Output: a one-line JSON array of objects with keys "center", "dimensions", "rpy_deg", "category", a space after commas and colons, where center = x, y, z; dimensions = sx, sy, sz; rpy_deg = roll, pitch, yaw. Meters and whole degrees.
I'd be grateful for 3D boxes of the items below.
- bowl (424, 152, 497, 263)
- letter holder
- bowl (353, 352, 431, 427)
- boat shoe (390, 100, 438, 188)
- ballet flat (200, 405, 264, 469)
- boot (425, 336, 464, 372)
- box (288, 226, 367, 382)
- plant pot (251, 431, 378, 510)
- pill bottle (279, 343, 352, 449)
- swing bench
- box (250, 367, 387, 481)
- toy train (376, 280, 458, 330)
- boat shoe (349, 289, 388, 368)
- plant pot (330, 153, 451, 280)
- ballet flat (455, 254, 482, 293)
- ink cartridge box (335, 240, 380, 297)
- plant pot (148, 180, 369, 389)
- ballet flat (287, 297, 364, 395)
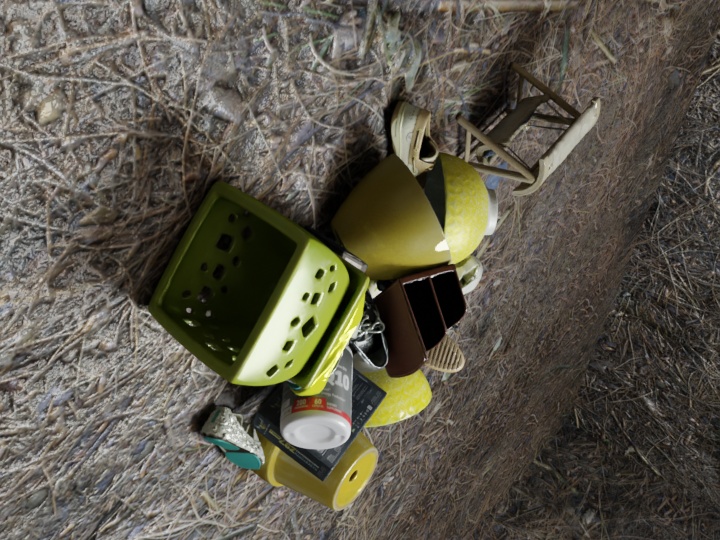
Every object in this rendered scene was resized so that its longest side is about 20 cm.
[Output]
[{"center": [0.180, -0.104, 1.506], "dimensions": [0.200, 0.107, 0.202], "rpy_deg": [-178, -90, -83], "category": "bowl"}, {"center": [0.097, 0.091, 1.396], "dimensions": [0.100, 0.143, 0.200], "rpy_deg": [-14, 170, -18], "category": "letter holder"}, {"center": [0.033, 0.212, 1.662], "dimensions": [0.200, 0.199, 0.109], "rpy_deg": [-28, 112, -47], "category": "bowl"}, {"center": [0.095, -0.195, 1.422], "dimensions": [0.200, 0.066, 0.074], "rpy_deg": [71, 36, -58], "category": "boat shoe"}, {"center": [-0.201, 0.275, 1.414], "dimensions": [0.072, 0.071, 0.200], "rpy_deg": [-51, 154, -15], "category": "ballet flat"}, {"center": [0.133, 0.159, 1.732], "dimensions": [0.073, 0.199, 0.166], "rpy_deg": [-60, 157, -8], "category": "boot"}, {"center": [-0.084, 0.047, 1.262], "dimensions": [0.051, 0.158, 0.201], "rpy_deg": [28, 94, -28], "category": "box"}, {"center": [-0.077, 0.323, 1.539], "dimensions": [0.201, 0.188, 0.202], "rpy_deg": [-41, 148, -33], "category": "plant pot"}, {"center": [-0.069, 0.176, 1.389], "dimensions": [0.114, 0.113, 0.201], "rpy_deg": [83, 6, -52], "category": "pill bottle"}, {"center": [0.314, -0.257, 1.612], "dimensions": [0.199, 0.199, 0.130], "rpy_deg": [-44, 151, -27], "category": "swing bench"}, {"center": [-0.068, 0.236, 1.460], "dimensions": [0.200, 0.157, 0.051], "rpy_deg": [-48, 172, -45], "category": "box"}, {"center": [0.109, 0.054, 1.553], "dimensions": [0.199, 0.034, 0.046], "rpy_deg": [32, 67, -30], "category": "toy train"}, {"center": [-0.001, 0.084, 1.356], "dimensions": [0.073, 0.068, 0.200], "rpy_deg": [-25, 134, -8], "category": "boat shoe"}, {"center": [0.036, -0.064, 1.367], "dimensions": [0.141, 0.201, 0.200], "rpy_deg": [-28, 149, -4], "category": "plant pot"}, {"center": [0.180, 0.010, 1.555], "dimensions": [0.200, 0.069, 0.070], "rpy_deg": [-33, 144, -46], "category": "ballet flat"}, {"center": [0.000, 0.000, 1.500], "dimensions": [0.146, 0.048, 0.200], "rpy_deg": [-51, 155, -16], "category": "ink cartridge box"}, {"center": [-0.119, 0.029, 1.105], "dimensions": [0.181, 0.198, 0.201], "rpy_deg": [24, 96, -52], "category": "plant pot"}, {"center": [-0.041, 0.101, 1.288], "dimensions": [0.067, 0.067, 0.201], "rpy_deg": [28, 92, -46], "category": "ballet flat"}]
